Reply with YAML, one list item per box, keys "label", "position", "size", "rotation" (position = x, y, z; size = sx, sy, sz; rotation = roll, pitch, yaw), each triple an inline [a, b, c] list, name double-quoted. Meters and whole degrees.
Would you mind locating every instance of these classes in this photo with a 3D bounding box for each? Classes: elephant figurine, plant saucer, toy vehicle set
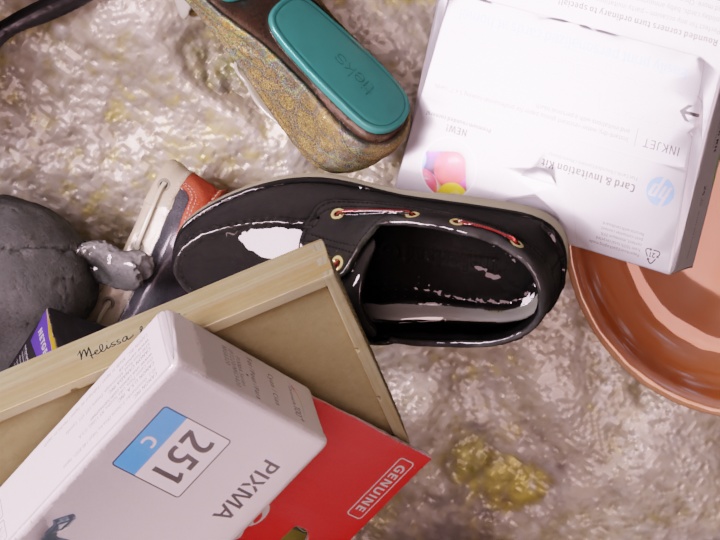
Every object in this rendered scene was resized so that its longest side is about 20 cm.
- label: "elephant figurine"
  position: [-0.238, 0.005, 1.211]
  size: [0.199, 0.141, 0.156]
  rotation: [22, 102, -47]
- label: "plant saucer"
  position: [0.203, -0.025, 1.265]
  size: [0.198, 0.037, 0.202]
  rotation: [1, 105, 4]
- label: "toy vehicle set"
  position: [-0.087, 0.073, 1.174]
  size: [0.199, 0.027, 0.125]
  rotation: [-22, 131, 0]

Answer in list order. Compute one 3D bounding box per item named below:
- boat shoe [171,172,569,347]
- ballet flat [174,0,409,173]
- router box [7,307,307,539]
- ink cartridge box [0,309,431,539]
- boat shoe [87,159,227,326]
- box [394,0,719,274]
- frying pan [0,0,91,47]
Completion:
- label: "boat shoe"
  position: [0.000, -0.003, 1.207]
  size: [0.200, 0.063, 0.074]
  rotation: [3, 111, 13]
- label: "ballet flat"
  position: [-0.055, -0.130, 1.247]
  size: [0.071, 0.071, 0.200]
  rotation: [-39, 90, 12]
- label: "router box"
  position: [-0.107, 0.118, 1.258]
  size: [0.199, 0.052, 0.158]
  rotation: [19, 119, -31]
- label: "ink cartridge box"
  position: [-0.085, 0.132, 1.174]
  size: [0.176, 0.045, 0.200]
  rotation: [30, 114, -33]
- label: "boat shoe"
  position: [-0.130, 0.037, 1.289]
  size: [0.062, 0.071, 0.200]
  rotation: [37, 102, -1]
- label: "box"
  position: [0.112, -0.116, 1.217]
  size: [0.155, 0.041, 0.202]
  rotation: [17, 102, 23]
- label: "frying pan"
  position: [-0.226, -0.104, 1.267]
  size: [0.189, 0.115, 0.031]
  rotation: [-31, 117, -34]
